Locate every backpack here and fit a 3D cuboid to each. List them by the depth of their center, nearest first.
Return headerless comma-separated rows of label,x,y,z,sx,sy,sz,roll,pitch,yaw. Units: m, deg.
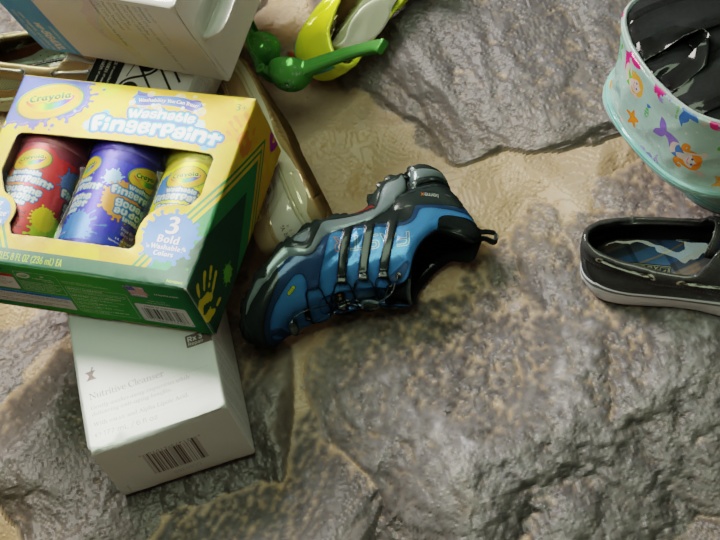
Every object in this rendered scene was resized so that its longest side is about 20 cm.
backpack,0.278,-0.131,1.613,0.199,0.151,0.178,-13,51,-28

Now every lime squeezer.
lime squeezer,-0.063,-0.184,1.778,0.200,0.038,0.071,31,105,44

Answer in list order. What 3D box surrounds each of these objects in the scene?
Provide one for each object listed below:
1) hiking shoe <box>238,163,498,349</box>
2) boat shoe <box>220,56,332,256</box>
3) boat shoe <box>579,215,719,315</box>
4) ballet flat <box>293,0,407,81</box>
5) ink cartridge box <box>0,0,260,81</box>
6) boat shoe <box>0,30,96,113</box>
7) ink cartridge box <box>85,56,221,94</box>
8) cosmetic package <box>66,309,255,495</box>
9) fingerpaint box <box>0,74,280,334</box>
hiking shoe,0.000,0.000,1.668,0.200,0.074,0.087,-37,56,-9
boat shoe,-0.085,-0.091,1.747,0.069,0.074,0.200,-31,47,6
boat shoe,0.255,-0.012,1.612,0.199,0.066,0.070,5,60,18
ballet flat,0.020,-0.236,1.811,0.200,0.067,0.067,-56,24,-16
ink cartridge box,-0.165,-0.237,1.710,0.199,0.125,0.129,13,72,22
boat shoe,-0.230,-0.180,1.840,0.199,0.076,0.072,-12,54,6
ink cartridge box,-0.150,-0.188,1.781,0.094,0.044,0.201,15,73,25
cosmetic package,-0.156,0.054,1.672,0.112,0.081,0.201,-19,56,4
fingerpaint box,-0.182,-0.052,1.654,0.199,0.073,0.167,8,62,21
